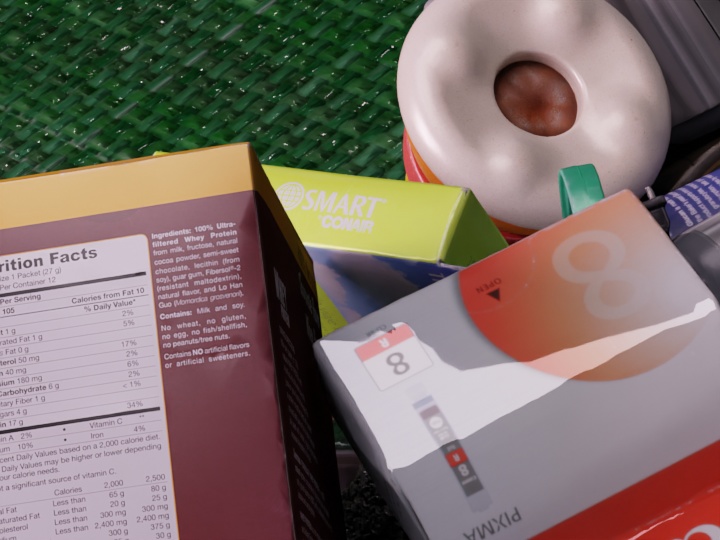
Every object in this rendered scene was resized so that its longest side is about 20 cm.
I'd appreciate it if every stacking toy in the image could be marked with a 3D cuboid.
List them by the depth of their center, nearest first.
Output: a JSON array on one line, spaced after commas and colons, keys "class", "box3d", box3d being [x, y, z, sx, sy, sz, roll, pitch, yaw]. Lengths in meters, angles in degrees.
[{"class": "stacking toy", "box3d": [0.068, -0.053, 1.461, 0.145, 0.200, 0.147, 6, 64, -13]}]

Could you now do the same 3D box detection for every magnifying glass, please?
[{"class": "magnifying glass", "box3d": [0.117, 0.050, 1.287, 0.022, 0.202, 0.080, -12, 8, 0]}]

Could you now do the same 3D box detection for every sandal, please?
[{"class": "sandal", "box3d": [0.182, -0.036, 1.477, 0.200, 0.055, 0.082, -42, 16, -21]}]

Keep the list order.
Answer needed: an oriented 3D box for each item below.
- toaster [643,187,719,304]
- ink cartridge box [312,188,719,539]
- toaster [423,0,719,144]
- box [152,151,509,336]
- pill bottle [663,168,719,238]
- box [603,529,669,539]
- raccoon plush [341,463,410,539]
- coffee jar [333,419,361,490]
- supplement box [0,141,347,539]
[{"class": "toaster", "box3d": [0.220, 0.026, 1.255, 0.129, 0.201, 0.114, -30, -4, -14]}, {"class": "ink cartridge box", "box3d": [0.092, 0.074, 1.134, 0.161, 0.050, 0.200, -26, 50, -12]}, {"class": "toaster", "box3d": [0.124, -0.124, 1.520, 0.199, 0.130, 0.114, -23, 12, 35]}, {"class": "box", "box3d": [0.000, 0.000, 1.312, 0.199, 0.122, 0.048, 8, 65, 30]}, {"class": "pill bottle", "box3d": [0.177, 0.011, 1.372, 0.199, 0.112, 0.111, -25, 36, -6]}, {"class": "box", "box3d": [0.097, 0.192, 1.141, 0.183, 0.105, 0.200, 27, 55, 22]}, {"class": "raccoon plush", "box3d": [-0.001, 0.098, 1.285, 0.133, 0.202, 0.097, 6, 12, 21]}, {"class": "coffee jar", "box3d": [-0.014, 0.060, 1.422, 0.103, 0.086, 0.201, -2, 37, -1]}, {"class": "supplement box", "box3d": [-0.084, 0.077, 1.150, 0.132, 0.197, 0.202, -8, 75, 5]}]
